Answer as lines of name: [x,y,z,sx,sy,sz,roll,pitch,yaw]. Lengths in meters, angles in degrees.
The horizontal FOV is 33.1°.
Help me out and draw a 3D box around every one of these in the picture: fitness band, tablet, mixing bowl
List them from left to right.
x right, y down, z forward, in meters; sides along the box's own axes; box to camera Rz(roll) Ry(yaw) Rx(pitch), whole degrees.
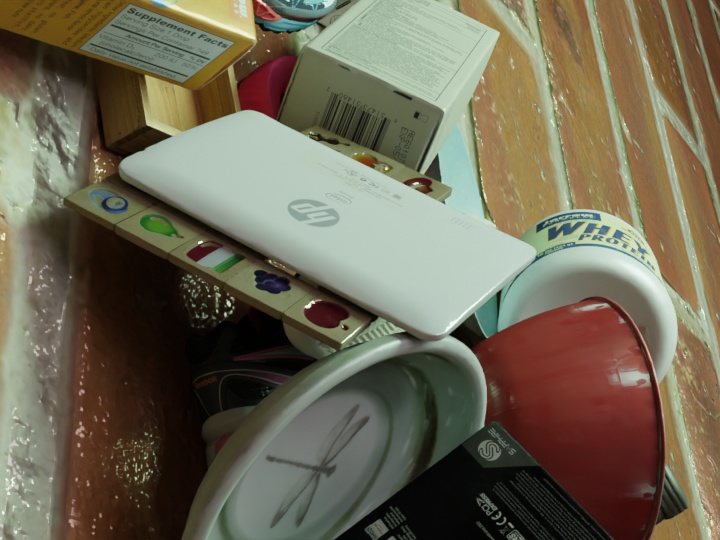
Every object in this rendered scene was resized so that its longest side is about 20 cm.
tablet: [-0.015,-0.032,0.651,0.200,0.014,0.130,27,32,20]
fitness band: [-0.020,-0.088,0.895,0.200,0.037,0.144,-11,79,-64]
mixing bowl: [0.123,0.117,0.873,0.108,0.200,0.201,1,60,-15]

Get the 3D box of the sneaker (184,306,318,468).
sneaker: [-0.030,0.051,0.725,0.200,0.080,0.087,-11,78,-64]

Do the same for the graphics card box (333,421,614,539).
graphics card box: [0.022,0.170,0.558,0.051,0.200,0.125,58,-9,-34]

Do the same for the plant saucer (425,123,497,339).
plant saucer: [0.071,-0.038,0.989,0.201,0.039,0.202,-11,90,-77]

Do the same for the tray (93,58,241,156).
tray: [-0.127,-0.157,0.755,0.099,0.037,0.201,20,53,-56]

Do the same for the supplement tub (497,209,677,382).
supplement tub: [0.194,0.028,1.059,0.145,0.145,0.200,62,14,-11]

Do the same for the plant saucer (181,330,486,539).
plant saucer: [-0.021,0.106,0.628,0.050,0.200,0.200,38,9,34]

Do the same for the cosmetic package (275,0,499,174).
cosmetic package: [0.023,-0.133,0.852,0.103,0.073,0.200,26,29,5]

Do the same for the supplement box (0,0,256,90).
supplement box: [-0.150,-0.159,0.634,0.200,0.069,0.067,13,59,-45]

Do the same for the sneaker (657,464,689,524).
sneaker: [0.188,0.170,1.050,0.076,0.114,0.199,58,0,-28]

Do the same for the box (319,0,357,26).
box: [-0.006,-0.312,1.014,0.035,0.110,0.201,17,56,-57]

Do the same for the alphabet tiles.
alphabet tiles: [-0.033,-0.034,0.665,0.167,0.008,0.200,26,31,18]

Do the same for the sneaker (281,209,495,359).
sneaker: [0.000,0.000,0.726,0.200,0.084,0.075,-16,122,-55]

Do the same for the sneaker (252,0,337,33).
sneaker: [-0.063,-0.225,0.777,0.200,0.095,0.080,31,45,-50]
